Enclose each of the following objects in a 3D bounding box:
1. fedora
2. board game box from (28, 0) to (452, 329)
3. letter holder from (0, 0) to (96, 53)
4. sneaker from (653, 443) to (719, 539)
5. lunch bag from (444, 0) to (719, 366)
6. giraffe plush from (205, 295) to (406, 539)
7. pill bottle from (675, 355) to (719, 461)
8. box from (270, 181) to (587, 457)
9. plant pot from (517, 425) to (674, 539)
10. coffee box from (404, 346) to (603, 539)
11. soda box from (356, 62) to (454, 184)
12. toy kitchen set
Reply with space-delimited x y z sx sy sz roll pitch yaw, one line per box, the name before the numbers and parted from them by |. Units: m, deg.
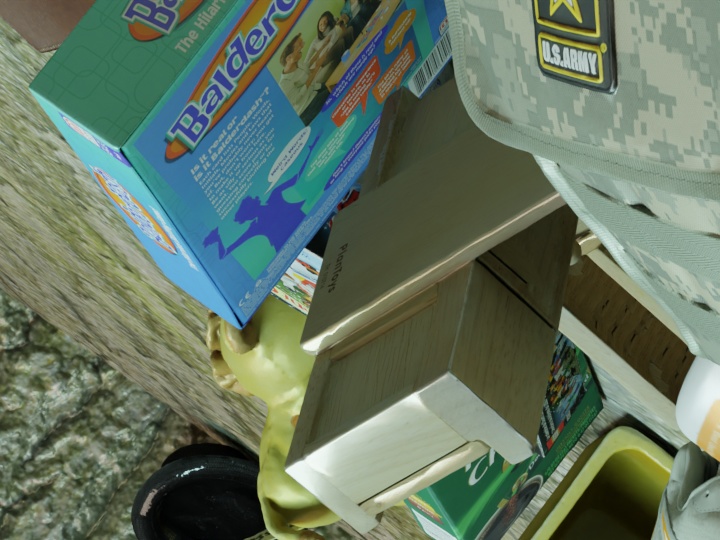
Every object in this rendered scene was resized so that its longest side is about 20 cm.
fedora | -0.157 0.253 3.264 0.201 0.201 0.092 43 -157 -33
board game box | -0.034 -0.077 1.079 0.045 0.152 0.200 34 170 19
letter holder | -0.125 -0.170 1.128 0.142 0.101 0.200 41 170 -14
sneaker | 0.149 0.109 1.040 0.076 0.092 0.200 0 -173 -20
lunch bag | 0.109 -0.056 0.774 0.200 0.118 0.164 49 166 -28
giraffe plush | -0.021 0.062 1.771 0.162 0.200 0.173 70 166 -12
pill bottle | 0.212 0.061 0.959 0.200 0.112 0.112 35 171 12
box | 0.000 0.000 1.264 0.200 0.038 0.137 30 168 16
plant pot | 0.156 0.219 1.730 0.194 0.196 0.200 38 177 -2
coffee box | 0.067 0.078 1.554 0.044 0.123 0.200 35 169 21
soda box | 0.016 -0.048 1.299 0.063 0.068 0.200 33 170 28
toy kitchen set | 0.105 0.014 1.029 0.180 0.200 0.163 41 129 -22
